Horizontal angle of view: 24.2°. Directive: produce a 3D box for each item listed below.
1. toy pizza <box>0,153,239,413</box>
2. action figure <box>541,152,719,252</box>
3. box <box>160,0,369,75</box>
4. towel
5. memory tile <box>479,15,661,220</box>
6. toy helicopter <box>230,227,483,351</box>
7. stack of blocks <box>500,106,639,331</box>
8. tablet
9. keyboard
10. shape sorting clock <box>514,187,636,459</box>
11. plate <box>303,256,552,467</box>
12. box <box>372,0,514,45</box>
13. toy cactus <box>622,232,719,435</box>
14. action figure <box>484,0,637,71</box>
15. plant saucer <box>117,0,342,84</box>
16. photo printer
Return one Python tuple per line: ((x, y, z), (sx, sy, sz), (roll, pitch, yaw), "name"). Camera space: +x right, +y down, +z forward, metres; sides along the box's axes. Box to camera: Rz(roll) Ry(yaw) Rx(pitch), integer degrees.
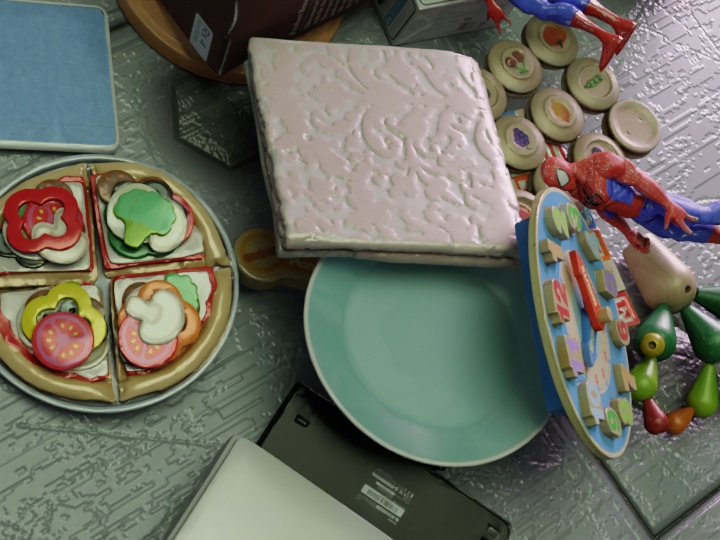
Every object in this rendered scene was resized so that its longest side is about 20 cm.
((-0.185, 0.004, 1.200), (0.200, 0.032, 0.201), (5, 67, -11), "toy pizza")
((0.228, -0.046, 1.302), (0.200, 0.065, 0.052), (22, 64, -15), "action figure")
((-0.061, -0.288, 1.277), (0.200, 0.166, 0.164), (-29, 75, -26), "box")
((0.017, -0.087, 1.239), (0.191, 0.032, 0.200), (2, 53, -18), "towel")
((0.142, -0.114, 1.349), (0.200, 0.017, 0.153), (-37, 85, -33), "memory tile")
((0.000, 0.000, 1.273), (0.200, 0.079, 0.132), (14, 62, -12), "toy helicopter")
((0.126, -0.024, 1.344), (0.115, 0.059, 0.200), (-14, 73, -28), "stack of blocks")
((-0.283, -0.149, 1.258), (0.200, 0.014, 0.130), (1, 66, -23), "tablet")
((0.021, 0.157, 1.240), (0.200, 0.040, 0.104), (35, 81, -6), "keyboard")
((0.163, 0.037, 1.214), (0.200, 0.039, 0.200), (40, 42, -50), "shape sorting clock")
((0.053, 0.049, 1.206), (0.200, 0.026, 0.200), (8, 62, -15), "plate")
((0.047, -0.300, 1.439), (0.116, 0.060, 0.200), (-13, 72, -27), "box")
((0.273, 0.039, 1.368), (0.200, 0.102, 0.165), (-27, 69, -22), "toy cactus")
((0.125, -0.231, 1.368), (0.200, 0.052, 0.065), (36, 42, 8), "action figure")
((-0.105, -0.246, 1.367), (0.200, 0.032, 0.201), (9, 64, -20), "plant saucer")
((-0.048, 0.232, 1.146), (0.200, 0.069, 0.166), (36, 58, -4), "photo printer")
